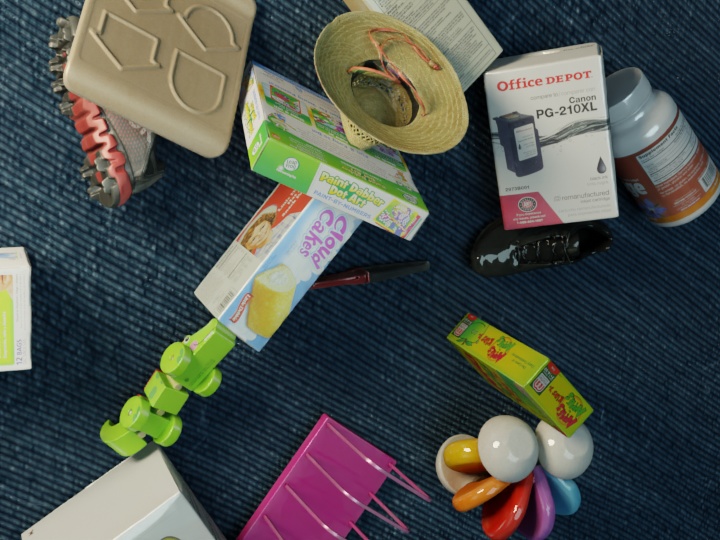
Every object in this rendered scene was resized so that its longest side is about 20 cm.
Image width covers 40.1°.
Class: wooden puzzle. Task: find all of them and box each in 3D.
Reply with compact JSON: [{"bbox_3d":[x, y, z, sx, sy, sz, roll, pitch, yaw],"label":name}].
[{"bbox_3d":[-0.209,-0.238,1.042,0.184,0.046,0.202,24,64,-31],"label":"wooden puzzle"}]

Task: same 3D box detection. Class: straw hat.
[{"bbox_3d":[0.019,-0.180,1.076,0.199,0.203,0.085,17,141,-22],"label":"straw hat"}]

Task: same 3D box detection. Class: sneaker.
[{"bbox_3d":[0.237,-0.035,1.282,0.198,0.091,0.077,-18,111,-16],"label":"sneaker"},{"bbox_3d":[-0.264,-0.174,1.053,0.097,0.071,0.203,-22,100,-34],"label":"sneaker"}]

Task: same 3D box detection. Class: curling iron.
[{"bbox_3d":[0.000,0.000,1.221,0.198,0.026,0.050,-1,129,-26],"label":"curling iron"}]

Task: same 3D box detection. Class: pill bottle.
[{"bbox_3d":[0.382,-0.163,1.299,0.112,0.112,0.200,-45,114,-7],"label":"pill bottle"}]

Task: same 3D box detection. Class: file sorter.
[{"bbox_3d":[-0.029,0.314,1.224,0.139,0.125,0.201,38,86,-35],"label":"file sorter"}]

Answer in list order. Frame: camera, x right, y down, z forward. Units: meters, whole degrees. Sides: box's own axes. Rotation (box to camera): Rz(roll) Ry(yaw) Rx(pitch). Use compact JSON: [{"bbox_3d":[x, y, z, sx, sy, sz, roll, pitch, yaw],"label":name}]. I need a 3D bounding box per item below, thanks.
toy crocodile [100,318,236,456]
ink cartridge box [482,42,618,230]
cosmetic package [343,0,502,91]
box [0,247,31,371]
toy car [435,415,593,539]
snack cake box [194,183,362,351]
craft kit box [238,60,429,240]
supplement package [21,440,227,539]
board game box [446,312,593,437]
[{"bbox_3d":[-0.220,0.135,1.133,0.200,0.062,0.067,-50,131,6],"label":"toy crocodile"},{"bbox_3d":[0.236,-0.165,1.220,0.143,0.084,0.202,-6,109,15],"label":"ink cartridge box"},{"bbox_3d":[0.064,-0.299,1.155,0.105,0.071,0.200,-44,115,-6],"label":"cosmetic package"},{"bbox_3d":[-0.443,0.041,1.010,0.198,0.101,0.114,-1,103,-22],"label":"box"},{"bbox_3d":[0.204,0.274,1.279,0.198,0.175,0.152,2,68,-23],"label":"toy car"},{"bbox_3d":[-0.094,-0.019,1.134,0.067,0.115,0.201,40,87,-26],"label":"snack cake box"},{"bbox_3d":[-0.035,-0.135,1.086,0.198,0.198,0.049,23,114,-25],"label":"craft kit box"},{"bbox_3d":[-0.250,0.350,1.140,0.190,0.147,0.201,-35,114,-12],"label":"supplement package"},{"bbox_3d":[0.196,0.128,1.242,0.048,0.200,0.102,-47,115,-6],"label":"board game box"}]
